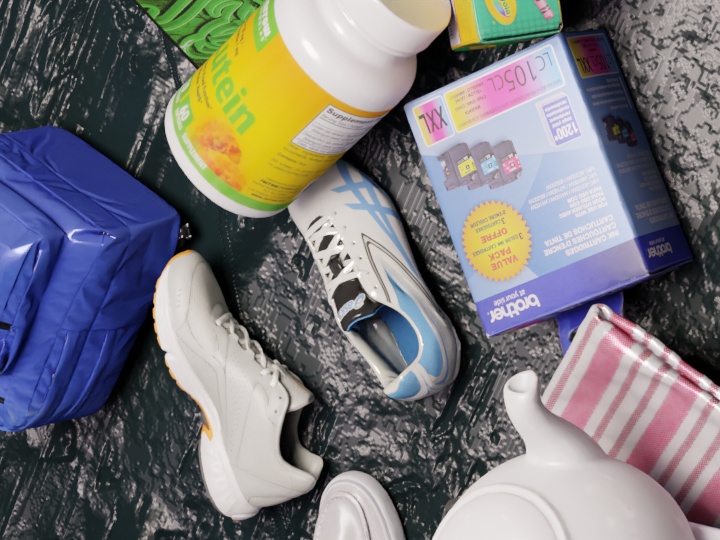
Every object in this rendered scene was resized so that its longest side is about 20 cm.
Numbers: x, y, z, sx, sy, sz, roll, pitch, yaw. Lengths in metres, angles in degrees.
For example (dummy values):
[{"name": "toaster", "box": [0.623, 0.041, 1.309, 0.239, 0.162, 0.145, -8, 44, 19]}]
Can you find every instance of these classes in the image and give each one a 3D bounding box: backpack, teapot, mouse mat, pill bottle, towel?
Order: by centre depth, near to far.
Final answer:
[{"name": "teapot", "box": [0.107, 0.203, 1.611, 0.197, 0.146, 0.201, -44, 54, 26]}, {"name": "towel", "box": [0.204, 0.123, 1.665, 0.200, 0.030, 0.147, 38, 142, 14]}, {"name": "pill bottle", "box": [-0.033, -0.134, 1.727, 0.200, 0.111, 0.111, -42, 75, 35]}, {"name": "mouse mat", "box": [-0.059, -0.187, 1.780, 0.199, 0.161, 0.008, -12, 47, 34]}, {"name": "backpack", "box": [-0.256, 0.015, 1.914, 0.162, 0.167, 0.201, 38, 120, 29]}]

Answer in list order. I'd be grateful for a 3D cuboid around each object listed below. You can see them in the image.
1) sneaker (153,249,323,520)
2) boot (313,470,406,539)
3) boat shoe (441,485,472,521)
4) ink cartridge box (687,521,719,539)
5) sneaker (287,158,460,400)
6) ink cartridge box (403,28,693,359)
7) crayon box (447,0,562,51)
[{"name": "sneaker", "box": [-0.081, 0.076, 1.873, 0.092, 0.076, 0.201, -16, 97, 26]}, {"name": "boot", "box": [-0.018, 0.250, 1.838, 0.073, 0.095, 0.201, 1, 99, 32]}, {"name": "boat shoe", "box": [0.101, 0.247, 1.779, 0.072, 0.068, 0.201, -13, 92, 32]}, {"name": "ink cartridge box", "box": [0.197, 0.220, 1.650, 0.199, 0.042, 0.120, 8, 85, 42]}, {"name": "sneaker", "box": [0.000, 0.000, 1.800, 0.072, 0.072, 0.201, -41, 74, 32]}, {"name": "ink cartridge box", "box": [0.130, -0.043, 1.708, 0.136, 0.076, 0.201, -23, 87, 33]}, {"name": "crayon box", "box": [0.079, -0.247, 1.674, 0.058, 0.119, 0.201, -9, 93, -6]}]
